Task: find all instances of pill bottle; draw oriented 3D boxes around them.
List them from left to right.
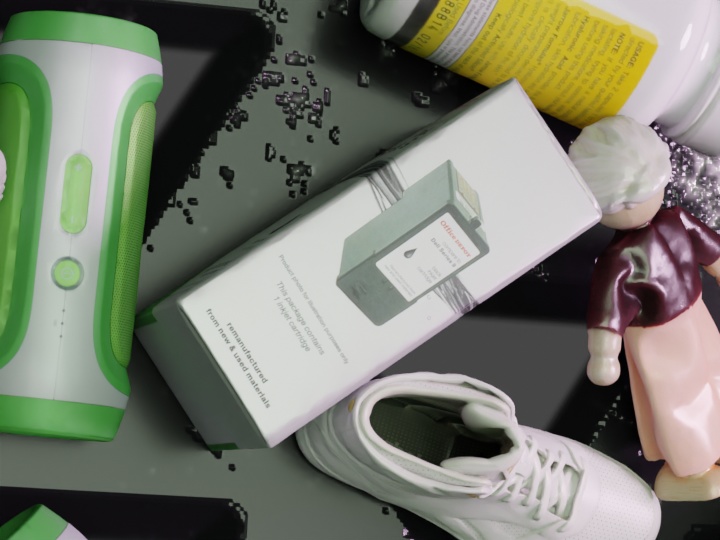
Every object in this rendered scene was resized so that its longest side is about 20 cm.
[{"bbox_3d":[0.109,-0.133,1.339,0.199,0.111,0.112,24,81,-11],"label":"pill bottle"}]

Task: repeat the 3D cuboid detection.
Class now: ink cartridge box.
[{"bbox_3d":[0.000,0.000,1.284,0.200,0.146,0.084,-34,94,-15],"label":"ink cartridge box"}]

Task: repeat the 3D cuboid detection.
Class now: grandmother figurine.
[{"bbox_3d":[0.149,0.017,1.330,0.121,0.060,0.201,-41,121,-47],"label":"grandmother figurine"}]

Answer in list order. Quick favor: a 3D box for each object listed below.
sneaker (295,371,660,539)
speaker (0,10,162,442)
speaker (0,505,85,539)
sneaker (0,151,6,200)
[{"bbox_3d":[0.073,0.104,1.311,0.199,0.116,0.074,18,80,-14],"label":"sneaker"},{"bbox_3d":[-0.145,-0.020,1.278,0.088,0.088,0.201,7,85,-14],"label":"speaker"},{"bbox_3d":[-0.119,0.213,1.262,0.088,0.088,0.200,-39,96,-14],"label":"speaker"},{"bbox_3d":[-0.256,-0.009,1.234,0.200,0.076,0.081,-36,79,7],"label":"sneaker"}]
